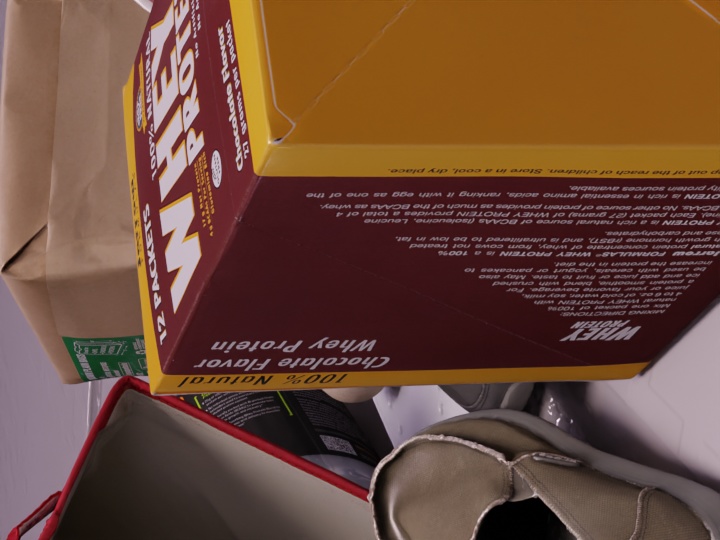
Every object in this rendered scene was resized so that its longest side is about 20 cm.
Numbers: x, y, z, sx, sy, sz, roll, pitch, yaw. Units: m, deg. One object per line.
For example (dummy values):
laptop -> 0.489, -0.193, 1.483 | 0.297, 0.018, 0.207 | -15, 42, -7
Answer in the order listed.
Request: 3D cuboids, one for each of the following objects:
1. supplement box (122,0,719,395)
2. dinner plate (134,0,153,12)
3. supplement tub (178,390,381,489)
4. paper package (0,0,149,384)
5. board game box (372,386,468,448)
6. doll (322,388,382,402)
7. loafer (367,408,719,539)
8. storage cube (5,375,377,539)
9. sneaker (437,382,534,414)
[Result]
supplement box -> 0.032, -0.055, 0.712 | 0.200, 0.197, 0.133 | 122, 144, -61
dinner plate -> -0.040, -0.203, 0.989 | 0.024, 0.200, 0.201 | 43, -139, -74
supplement tub -> -0.047, 0.124, 1.100 | 0.200, 0.122, 0.123 | -127, 39, -63
paper package -> -0.137, -0.050, 1.158 | 0.200, 0.103, 0.191 | 84, -175, -69
board game box -> 0.044, 0.005, 0.965 | 0.200, 0.026, 0.200 | -115, 30, -52
doll -> -0.009, -0.035, 1.005 | 0.136, 0.048, 0.200 | -179, 89, -67
loafer -> 0.058, 0.097, 0.772 | 0.200, 0.070, 0.075 | 3, 98, 56
storage cube -> -0.080, 0.191, 0.896 | 0.180, 0.200, 0.171 | -59, 6, 46
sneaker -> 0.000, 0.000, 0.884 | 0.200, 0.079, 0.076 | 47, 136, 38
